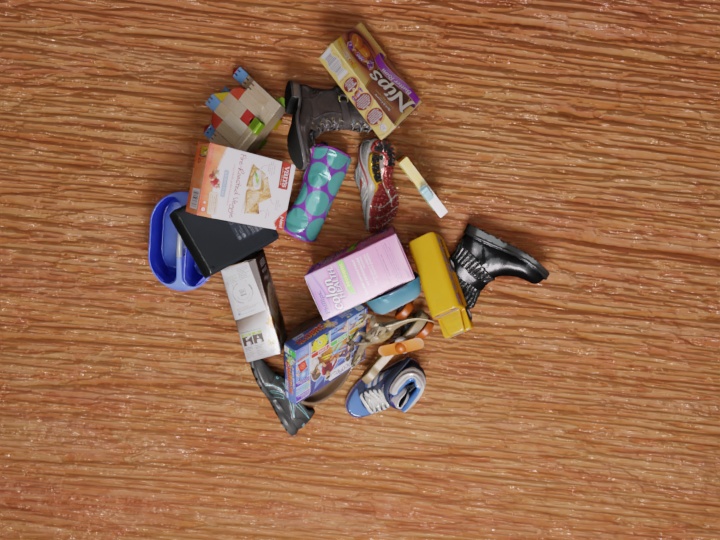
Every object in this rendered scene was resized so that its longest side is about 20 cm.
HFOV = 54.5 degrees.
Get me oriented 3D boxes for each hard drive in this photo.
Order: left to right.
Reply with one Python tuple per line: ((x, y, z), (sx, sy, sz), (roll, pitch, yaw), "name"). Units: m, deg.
((-0.267, -0.087, 1.393), (0.033, 0.199, 0.141), (-28, 94, 43), "hard drive")

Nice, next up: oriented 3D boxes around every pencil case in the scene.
((-0.096, -0.160, 1.434), (0.091, 0.085, 0.203), (20, 100, -20), "pencil case")

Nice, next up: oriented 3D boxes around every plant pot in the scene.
((-0.097, 0.172, 1.473), (0.092, 0.199, 0.205), (27, 102, 36), "plant pot")

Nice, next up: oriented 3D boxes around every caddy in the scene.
((-0.361, -0.062, 1.440), (0.138, 0.105, 0.205), (6, 101, 0), "caddy")

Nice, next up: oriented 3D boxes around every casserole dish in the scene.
((0.066, 0.044, 1.414), (0.119, 0.200, 0.039), (-27, 96, -1), "casserole dish")

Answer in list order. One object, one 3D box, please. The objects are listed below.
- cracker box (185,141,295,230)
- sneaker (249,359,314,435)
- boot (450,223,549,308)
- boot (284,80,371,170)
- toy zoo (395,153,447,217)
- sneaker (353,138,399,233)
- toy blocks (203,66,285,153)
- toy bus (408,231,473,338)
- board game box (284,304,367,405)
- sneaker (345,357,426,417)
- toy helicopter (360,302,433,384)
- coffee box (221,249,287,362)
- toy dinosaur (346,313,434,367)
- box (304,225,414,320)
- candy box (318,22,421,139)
((-0.229, -0.161, 1.358), (0.197, 0.057, 0.137), (8, 96, -41), "cracker box")
((-0.174, 0.260, 1.530), (0.078, 0.075, 0.203), (-32, 106, -8), "sneaker")
((0.273, 0.016, 1.467), (0.208, 0.079, 0.160), (28, 94, 10), "boot")
((-0.057, -0.289, 1.366), (0.170, 0.069, 0.205), (1, 72, -22), "boot")
((0.118, -0.169, 1.375), (0.020, 0.200, 0.132), (-37, 98, 7), "toy zoo")
((0.030, -0.176, 1.444), (0.077, 0.082, 0.204), (-15, 118, -32), "sneaker")
((-0.249, -0.314, 1.410), (0.136, 0.100, 0.201), (41, 98, 4), "toy blocks")
((0.163, 0.031, 1.408), (0.064, 0.078, 0.204), (-23, 73, 20), "toy bus")
((-0.067, 0.163, 1.395), (0.034, 0.198, 0.138), (28, 130, 35), "board game box")
((0.051, 0.266, 1.484), (0.198, 0.147, 0.081), (-33, 99, 5), "sneaker")
((0.073, 0.165, 1.472), (0.079, 0.132, 0.201), (40, 98, -8), "toy helicopter")
((-0.220, 0.071, 1.463), (0.078, 0.114, 0.204), (-14, 101, 3), "coffee box")
((0.041, 0.120, 1.395), (0.198, 0.101, 0.059), (-34, 57, 19), "toy dinosaur")
((0.000, 0.000, 1.417), (0.197, 0.176, 0.098), (-25, 97, 5), "box")
((0.021, -0.373, 1.377), (0.201, 0.117, 0.056), (50, 139, -8), "candy box")
